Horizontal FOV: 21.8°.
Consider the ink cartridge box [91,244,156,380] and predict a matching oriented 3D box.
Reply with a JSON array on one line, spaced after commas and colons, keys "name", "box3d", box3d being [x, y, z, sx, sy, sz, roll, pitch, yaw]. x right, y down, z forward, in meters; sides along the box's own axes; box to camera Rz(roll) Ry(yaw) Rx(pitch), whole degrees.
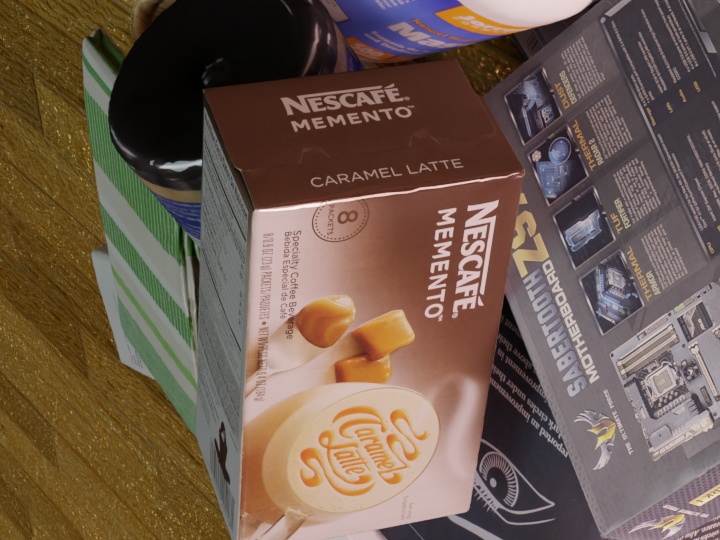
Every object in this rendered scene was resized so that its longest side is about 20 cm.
[{"name": "ink cartridge box", "box3d": [-0.056, 0.013, 1.131, 0.199, 0.145, 0.085, 16, 125, 57]}]

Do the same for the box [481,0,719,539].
[{"name": "box", "box3d": [0.130, -0.016, 0.743, 0.157, 0.051, 0.201, -38, 57, 29]}]

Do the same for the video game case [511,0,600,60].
[{"name": "video game case", "box3d": [0.102, -0.171, 0.838, 0.144, 0.018, 0.200, 61, 153, 14]}]

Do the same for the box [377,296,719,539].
[{"name": "box", "box3d": [0.103, 0.079, 0.889, 0.148, 0.104, 0.201, 44, 132, 38]}]

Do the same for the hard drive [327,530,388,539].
[{"name": "hard drive", "box3d": [0.030, 0.129, 1.029, 0.027, 0.199, 0.132, -49, 61, 21]}]

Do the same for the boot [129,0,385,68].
[{"name": "boot", "box3d": [-0.024, -0.089, 0.985, 0.200, 0.155, 0.073, 40, 103, 48]}]

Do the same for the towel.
[{"name": "towel", "box3d": [-0.110, -0.015, 1.016, 0.153, 0.023, 0.202, 46, 148, 49]}]

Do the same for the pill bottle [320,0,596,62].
[{"name": "pill bottle", "box3d": [0.050, -0.155, 0.801, 0.199, 0.111, 0.113, -2, 109, 62]}]

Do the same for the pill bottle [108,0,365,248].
[{"name": "pill bottle", "box3d": [-0.024, -0.035, 0.878, 0.112, 0.112, 0.200, 39, 172, 43]}]

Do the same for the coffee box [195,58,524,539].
[{"name": "coffee box", "box3d": [-0.006, 0.019, 0.796, 0.080, 0.113, 0.201, -115, 23, -44]}]
